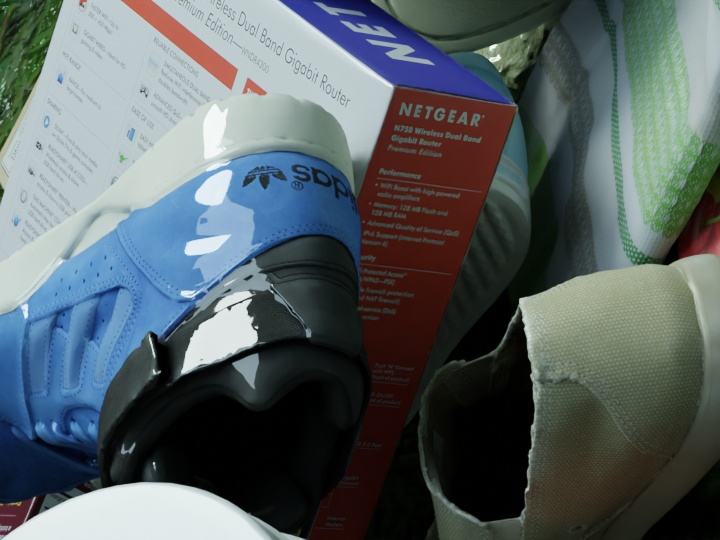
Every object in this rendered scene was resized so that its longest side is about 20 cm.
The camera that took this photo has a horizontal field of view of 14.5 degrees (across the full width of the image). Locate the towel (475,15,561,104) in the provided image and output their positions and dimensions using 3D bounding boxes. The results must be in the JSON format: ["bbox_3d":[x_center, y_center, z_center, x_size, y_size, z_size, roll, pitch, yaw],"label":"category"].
[{"bbox_3d":[0.009,-0.077,1.080,0.148,0.036,0.200,-53,31,10],"label":"towel"}]

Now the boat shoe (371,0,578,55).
[{"bbox_3d":[0.076,-0.146,0.990,0.199,0.074,0.066,-52,0,-11],"label":"boat shoe"}]

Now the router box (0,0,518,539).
[{"bbox_3d":[-0.048,-0.012,0.924,0.200,0.049,0.180,42,118,49],"label":"router box"}]

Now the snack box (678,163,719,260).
[{"bbox_3d":[0.159,-0.064,0.833,0.142,0.053,0.200,-34,39,38],"label":"snack box"}]

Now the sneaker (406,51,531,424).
[{"bbox_3d":[0.000,0.000,0.977,0.200,0.074,0.082,-43,30,42],"label":"sneaker"}]

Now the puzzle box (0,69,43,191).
[{"bbox_3d":[-0.074,-0.093,1.071,0.200,0.025,0.133,-62,29,14],"label":"puzzle box"}]

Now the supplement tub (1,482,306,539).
[{"bbox_3d":[-0.019,0.154,0.732,0.140,0.200,0.141,-17,51,23],"label":"supplement tub"}]

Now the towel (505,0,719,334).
[{"bbox_3d":[0.080,-0.056,0.882,0.149,0.031,0.200,-89,18,-49],"label":"towel"}]

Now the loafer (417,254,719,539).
[{"bbox_3d":[0.046,0.060,0.822,0.200,0.068,0.076,117,155,-46],"label":"loafer"}]

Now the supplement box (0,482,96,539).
[{"bbox_3d":[-0.114,0.056,1.114,0.109,0.061,0.200,-5,58,53],"label":"supplement box"}]

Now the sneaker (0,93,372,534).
[{"bbox_3d":[-0.067,0.045,0.833,0.200,0.077,0.111,-38,46,36],"label":"sneaker"}]
